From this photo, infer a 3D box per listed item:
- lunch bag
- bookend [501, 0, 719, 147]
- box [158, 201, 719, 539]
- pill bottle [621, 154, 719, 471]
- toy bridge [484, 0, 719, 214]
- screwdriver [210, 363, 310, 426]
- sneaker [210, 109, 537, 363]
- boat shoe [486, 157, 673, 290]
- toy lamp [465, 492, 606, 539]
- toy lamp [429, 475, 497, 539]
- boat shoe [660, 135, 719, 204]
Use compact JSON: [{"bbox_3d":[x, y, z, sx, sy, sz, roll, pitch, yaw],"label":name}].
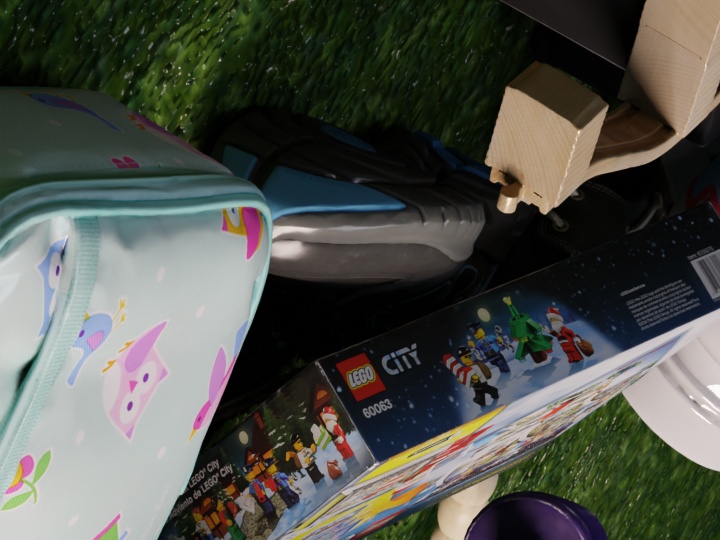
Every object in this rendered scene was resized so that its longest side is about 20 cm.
[{"bbox_3d":[-0.108,0.055,0.704,0.200,0.077,0.160,-66,160,13],"label":"lunch bag"},{"bbox_3d":[0.096,-0.122,0.950,0.199,0.092,0.200,-41,154,-40],"label":"bookend"},{"bbox_3d":[0.025,0.048,0.938,0.200,0.038,0.137,-21,166,-45],"label":"box"},{"bbox_3d":[0.181,-0.017,1.030,0.200,0.109,0.109,-46,170,31],"label":"pill bottle"},{"bbox_3d":[0.098,-0.069,0.854,0.200,0.027,0.067,-41,156,-39],"label":"toy bridge"},{"bbox_3d":[-0.067,0.056,0.888,0.029,0.028,0.200,-36,173,27],"label":"screwdriver"},{"bbox_3d":[0.000,0.000,0.905,0.082,0.073,0.200,-62,160,9],"label":"sneaker"},{"bbox_3d":[0.074,-0.004,1.121,0.200,0.072,0.068,-20,99,-53],"label":"boat shoe"},{"bbox_3d":[0.044,0.117,1.046,0.058,0.058,0.200,-66,162,13],"label":"toy lamp"},{"bbox_3d":[0.037,0.125,1.190,0.058,0.058,0.200,-35,148,-51],"label":"toy lamp"},{"bbox_3d":[0.162,-0.052,1.142,0.068,0.073,0.200,-8,86,-65],"label":"boat shoe"}]
